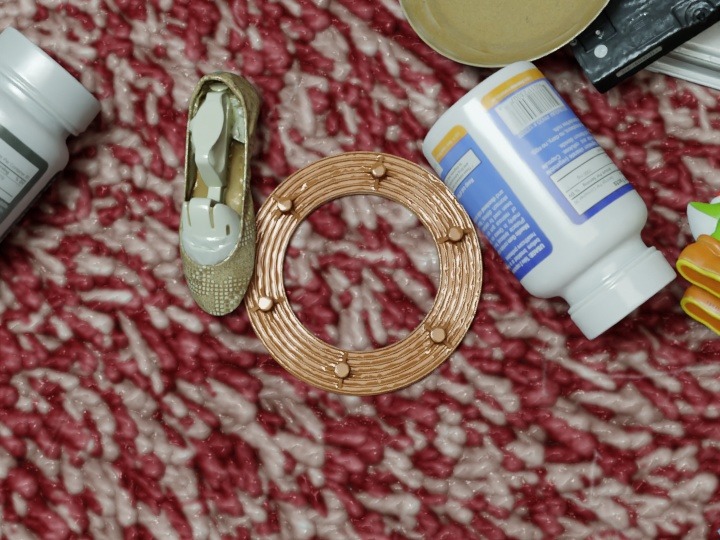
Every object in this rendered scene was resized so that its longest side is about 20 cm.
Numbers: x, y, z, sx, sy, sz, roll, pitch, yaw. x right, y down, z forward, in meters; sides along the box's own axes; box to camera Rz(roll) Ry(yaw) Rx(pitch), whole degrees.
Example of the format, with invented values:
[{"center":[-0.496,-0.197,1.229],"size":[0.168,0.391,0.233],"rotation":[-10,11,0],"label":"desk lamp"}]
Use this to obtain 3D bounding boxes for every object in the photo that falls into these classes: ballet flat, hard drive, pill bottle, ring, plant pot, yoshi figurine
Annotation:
[{"center":[-0.120,-0.066,0.856],"size":[0.070,0.065,0.202],"rotation":[-3,80,14],"label":"ballet flat"},{"center":[0.203,-0.261,0.849],"size":[0.139,0.038,0.201],"rotation":[-32,71,19],"label":"hard drive"},{"center":[0.147,-0.050,0.816],"size":[0.112,0.112,0.200],"rotation":[-36,82,-3],"label":"pill bottle"},{"center":[0.000,0.000,0.864],"size":[0.199,0.019,0.202],"rotation":[-1,80,3],"label":"ring"},{"center":[-0.308,-0.087,0.848],"size":[0.114,0.114,0.200],"rotation":[39,85,8],"label":"pill bottle"},{"center":[0.122,-0.257,0.854],"size":[0.199,0.027,0.202],"rotation":[-4,80,26],"label":"plant pot"},{"center":[0.334,-0.039,0.809],"size":[0.112,0.112,0.200],"rotation":[45,74,-12],"label":"yoshi figurine"}]

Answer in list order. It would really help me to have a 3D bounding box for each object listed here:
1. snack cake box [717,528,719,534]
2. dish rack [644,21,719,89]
[{"center":[0.384,0.176,0.790],"size":[0.200,0.067,0.115],"rotation":[-41,80,-3],"label":"snack cake box"},{"center":[0.314,-0.234,0.870],"size":[0.199,0.044,0.173],"rotation":[18,82,5],"label":"dish rack"}]
